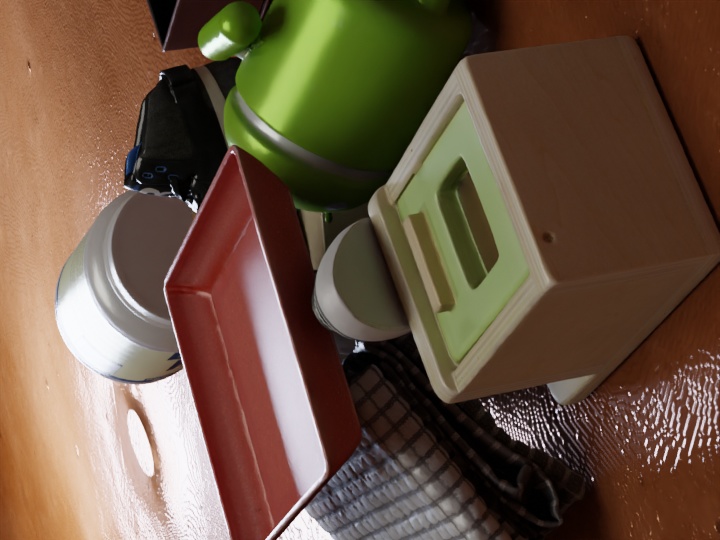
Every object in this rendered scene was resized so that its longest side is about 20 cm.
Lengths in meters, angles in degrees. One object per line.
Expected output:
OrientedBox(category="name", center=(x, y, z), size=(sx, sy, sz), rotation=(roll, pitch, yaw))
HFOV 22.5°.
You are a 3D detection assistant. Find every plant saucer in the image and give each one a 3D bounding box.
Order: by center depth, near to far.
OrientedBox(category="plant saucer", center=(-0.058, 0.055, 1.074), size=(0.200, 0.037, 0.201), rotation=(126, 131, -59))

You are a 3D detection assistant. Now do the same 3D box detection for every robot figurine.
OrientedBox(category="robot figurine", center=(-0.009, -0.122, 1.095), size=(0.201, 0.175, 0.116), rotation=(-60, 16, 26))

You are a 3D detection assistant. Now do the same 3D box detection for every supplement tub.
OrientedBox(category="supplement tub", center=(-0.176, 0.009, 1.552), size=(0.200, 0.144, 0.146), rotation=(143, 115, -65))

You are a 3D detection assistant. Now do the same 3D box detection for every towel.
OrientedBox(category="towel", center=(0.033, 0.123, 1.111), size=(0.166, 0.086, 0.200), rotation=(48, 154, 1))

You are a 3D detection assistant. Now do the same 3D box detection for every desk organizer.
OrientedBox(category="desk organizer", center=(-0.103, -0.249, 1.356), size=(0.200, 0.077, 0.072), rotation=(120, 135, -57))

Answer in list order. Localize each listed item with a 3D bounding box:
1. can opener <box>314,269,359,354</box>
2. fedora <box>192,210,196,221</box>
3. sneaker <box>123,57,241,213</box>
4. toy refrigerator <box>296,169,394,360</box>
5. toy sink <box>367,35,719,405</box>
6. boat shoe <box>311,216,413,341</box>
OrientedBox(category="can opener", center=(0.005, 0.032, 1.134), size=(0.199, 0.067, 0.054), rotation=(2, 103, 40))
OrientedBox(category="fedora", center=(-0.067, 0.025, 1.365), size=(0.201, 0.081, 0.202), rotation=(163, 90, -83))
OrientedBox(category="sneaker", center=(-0.103, -0.041, 1.238), size=(0.073, 0.111, 0.201), rotation=(176, 84, -74))
OrientedBox(category="toy refrigerator", center=(0.000, 0.000, 1.233), size=(0.076, 0.070, 0.201), rotation=(-149, 53, -70))
OrientedBox(category="toy sink", center=(0.083, -0.012, 0.968), size=(0.200, 0.111, 0.131), rotation=(123, 133, -59))
OrientedBox(category="boat shoe", center=(0.017, -0.001, 1.051), size=(0.057, 0.200, 0.069), rotation=(-33, 93, 30))
